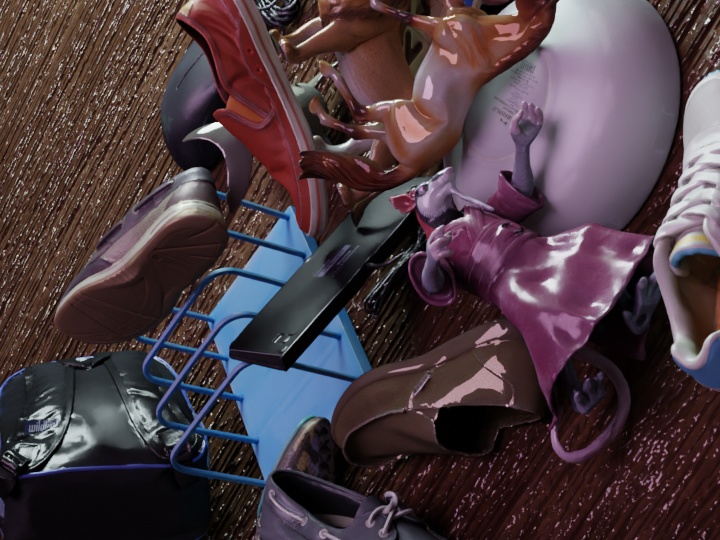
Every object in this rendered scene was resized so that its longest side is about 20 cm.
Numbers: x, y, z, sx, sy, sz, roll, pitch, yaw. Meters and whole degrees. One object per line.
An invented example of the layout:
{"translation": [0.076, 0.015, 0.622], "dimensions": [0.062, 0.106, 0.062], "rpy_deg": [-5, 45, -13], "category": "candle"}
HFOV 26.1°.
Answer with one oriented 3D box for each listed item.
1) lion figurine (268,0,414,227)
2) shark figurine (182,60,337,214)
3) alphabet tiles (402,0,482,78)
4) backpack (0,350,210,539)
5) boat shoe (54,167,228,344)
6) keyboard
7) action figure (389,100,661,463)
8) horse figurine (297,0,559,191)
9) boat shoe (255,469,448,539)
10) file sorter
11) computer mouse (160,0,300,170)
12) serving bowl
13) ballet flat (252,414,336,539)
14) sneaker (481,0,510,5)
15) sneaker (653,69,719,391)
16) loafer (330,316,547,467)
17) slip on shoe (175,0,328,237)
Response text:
{"translation": [0.011, -0.144, 1.132], "dimensions": [0.072, 0.121, 0.202], "rpy_deg": [-132, 20, -70], "category": "lion figurine"}
{"translation": [-0.050, -0.107, 1.244], "dimensions": [0.127, 0.215, 0.090], "rpy_deg": [-30, 95, 13], "category": "shark figurine"}
{"translation": [0.033, -0.223, 1.145], "dimensions": [0.167, 0.006, 0.202], "rpy_deg": [49, 137, 34], "category": "alphabet tiles"}
{"translation": [-0.225, 0.165, 1.305], "dimensions": [0.200, 0.180, 0.149], "rpy_deg": [-122, 31, -60], "category": "backpack"}
{"translation": [-0.167, -0.009, 1.189], "dimensions": [0.200, 0.071, 0.065], "rpy_deg": [-39, 37, 40], "category": "boat shoe"}
{"translation": [0.000, 0.000, 1.119], "dimensions": [0.126, 0.021, 0.200], "rpy_deg": [2, 44, 51], "category": "keyboard"}
{"translation": [0.101, -0.003, 0.983], "dimensions": [0.134, 0.150, 0.199], "rpy_deg": [-38, 49, -22], "category": "action figure"}
{"translation": [0.039, -0.130, 1.051], "dimensions": [0.132, 0.050, 0.201], "rpy_deg": [35, 101, 18], "category": "horse figurine"}
{"translation": [0.006, 0.182, 1.066], "dimensions": [0.198, 0.072, 0.063], "rpy_deg": [8, 104, 40], "category": "boat shoe"}
{"translation": [-0.100, 0.054, 1.233], "dimensions": [0.139, 0.122, 0.201], "rpy_deg": [-52, 43, 27], "category": "file sorter"}
{"translation": [-0.137, -0.187, 1.421], "dimensions": [0.138, 0.052, 0.202], "rpy_deg": [39, 109, 49], "category": "computer mouse"}
{"translation": [0.121, -0.108, 1.055], "dimensions": [0.199, 0.065, 0.203], "rpy_deg": [-22, 60, 45], "category": "serving bowl"}
{"translation": [-0.054, 0.208, 1.179], "dimensions": [0.072, 0.071, 0.202], "rpy_deg": [45, 113, 49], "category": "ballet flat"}
{"translation": [0.049, -0.231, 1.192], "dimensions": [0.200, 0.075, 0.106], "rpy_deg": [47, 133, 37], "category": "sneaker"}
{"translation": [0.213, -0.029, 0.897], "dimensions": [0.076, 0.080, 0.203], "rpy_deg": [-25, 57, 46], "category": "sneaker"}
{"translation": [0.052, 0.096, 1.062], "dimensions": [0.199, 0.075, 0.068], "rpy_deg": [-35, 46, 40], "category": "loafer"}
{"translation": [-0.076, -0.115, 1.138], "dimensions": [0.202, 0.061, 0.074], "rpy_deg": [66, 172, -3], "category": "slip on shoe"}
